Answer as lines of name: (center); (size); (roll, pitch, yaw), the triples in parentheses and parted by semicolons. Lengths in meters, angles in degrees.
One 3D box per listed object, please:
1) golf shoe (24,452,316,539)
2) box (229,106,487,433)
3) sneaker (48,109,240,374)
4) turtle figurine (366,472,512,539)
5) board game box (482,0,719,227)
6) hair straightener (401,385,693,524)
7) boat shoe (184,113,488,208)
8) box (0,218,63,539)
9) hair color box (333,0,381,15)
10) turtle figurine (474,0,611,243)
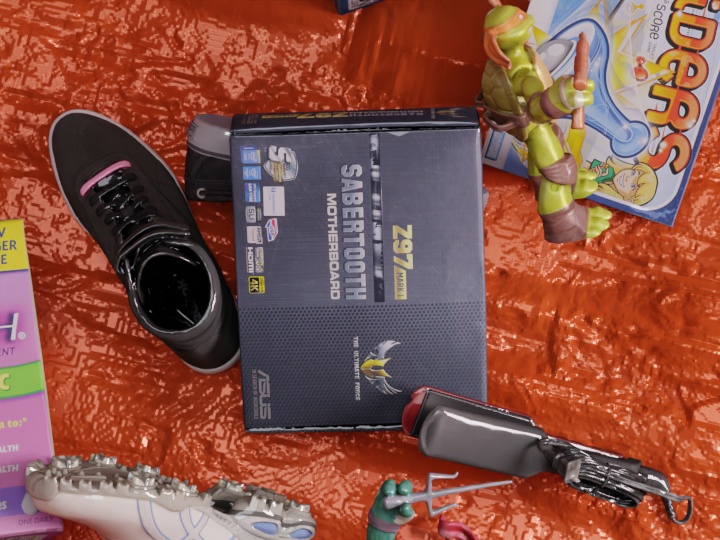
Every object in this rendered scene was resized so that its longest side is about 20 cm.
golf shoe: (-0.121, 0.170, 1.566); (0.199, 0.078, 0.098); (17, 92, -31)
box: (0.000, 0.000, 1.602); (0.156, 0.051, 0.201); (-1, 107, 0)
sneaker: (-0.139, -0.029, 1.628); (0.070, 0.099, 0.201); (-33, 79, -3)
turtle figurine: (0.023, 0.217, 1.577); (0.199, 0.101, 0.150); (-24, 71, -3)
board game box: (0.170, -0.144, 1.642); (0.135, 0.034, 0.201); (18, 100, 5)
hair straightener: (0.124, 0.126, 1.586); (0.199, 0.077, 0.041); (22, 101, -19)
boat shoe: (-0.019, -0.048, 1.649); (0.199, 0.070, 0.067); (12, 102, -3)
box: (-0.289, 0.080, 1.585); (0.175, 0.097, 0.201); (-5, 78, -20)
hair color box: (0.062, -0.252, 1.684); (0.199, 0.061, 0.101); (-19, 81, -3)
turtle figurine: (0.107, -0.097, 1.559); (0.064, 0.200, 0.162); (-25, 119, -7)
